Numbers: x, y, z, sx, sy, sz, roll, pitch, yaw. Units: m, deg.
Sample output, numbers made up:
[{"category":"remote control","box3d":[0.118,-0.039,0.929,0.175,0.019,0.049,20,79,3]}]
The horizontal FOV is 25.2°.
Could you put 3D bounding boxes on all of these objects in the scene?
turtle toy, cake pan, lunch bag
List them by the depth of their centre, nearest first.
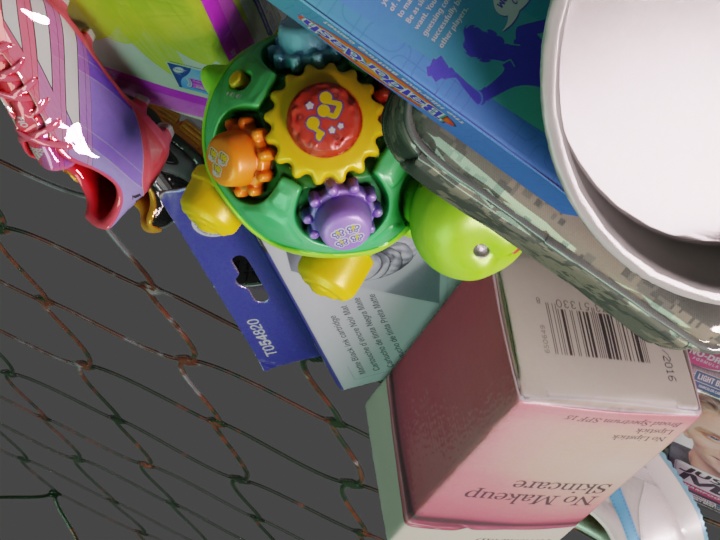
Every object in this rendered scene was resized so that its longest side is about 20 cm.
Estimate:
[{"category":"cake pan","box3d":[0.156,-0.085,0.600,0.200,0.200,0.037,38,-171,-24]},{"category":"lunch bag","box3d":[0.108,-0.064,0.757,0.199,0.140,0.168,33,176,-5]},{"category":"turtle toy","box3d":[0.000,-0.061,0.867,0.199,0.146,0.101,29,173,2]}]

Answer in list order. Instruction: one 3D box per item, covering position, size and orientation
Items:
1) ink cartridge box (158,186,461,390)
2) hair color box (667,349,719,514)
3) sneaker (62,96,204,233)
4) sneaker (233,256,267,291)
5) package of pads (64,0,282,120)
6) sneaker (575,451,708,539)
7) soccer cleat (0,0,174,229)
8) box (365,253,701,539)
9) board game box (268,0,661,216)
[{"category":"ink cartridge box","box3d":[0.000,0.000,1.012,0.199,0.041,0.200,-15,140,11]},{"category":"hair color box","box3d":[0.258,0.106,1.064,0.099,0.061,0.200,21,158,19]},{"category":"sneaker","box3d":[-0.192,-0.104,1.134,0.199,0.078,0.078,34,160,-9]},{"category":"sneaker","box3d":[-0.006,-0.005,1.164,0.199,0.076,0.087,11,172,40]},{"category":"package of pads","box3d":[-0.146,-0.167,0.938,0.199,0.068,0.155,19,158,23]},{"category":"sneaker","box3d":[0.156,0.126,1.131,0.200,0.080,0.077,56,172,27]},{"category":"soccer cleat","box3d":[-0.182,-0.104,0.928,0.066,0.077,0.200,12,156,39]},{"category":"box","box3d":[0.102,0.086,1.013,0.127,0.110,0.200,6,145,-22]},{"category":"board game box","box3d":[0.049,-0.139,0.630,0.199,0.153,0.045,35,176,-15]}]
